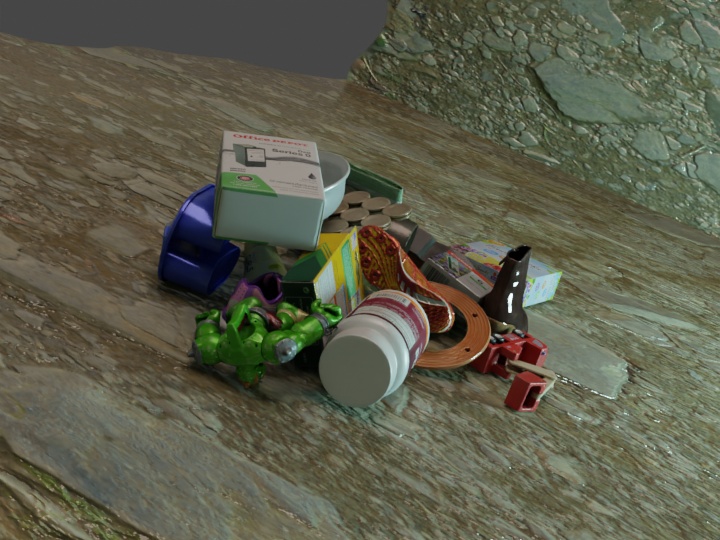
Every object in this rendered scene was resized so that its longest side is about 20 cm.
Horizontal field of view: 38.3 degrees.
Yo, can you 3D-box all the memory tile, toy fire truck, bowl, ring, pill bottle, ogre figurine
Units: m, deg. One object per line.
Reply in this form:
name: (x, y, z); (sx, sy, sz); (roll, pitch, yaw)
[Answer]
memory tile: (-0.026, -0.076, 1.693); (0.153, 0.017, 0.200); (19, 39, 42)
toy fire truck: (0.246, 0.148, 1.575); (0.141, 0.049, 0.200); (31, 21, 33)
bowl: (-0.111, -0.115, 1.675); (0.200, 0.091, 0.201); (-6, 27, 3)
ring: (0.098, 0.084, 1.573); (0.199, 0.019, 0.201); (4, 37, -3)
pill bottle: (0.019, 0.103, 1.380); (0.114, 0.115, 0.200); (21, 18, 10)
ogre figurine: (-0.135, 0.081, 1.309); (0.199, 0.099, 0.120); (15, 27, 13)

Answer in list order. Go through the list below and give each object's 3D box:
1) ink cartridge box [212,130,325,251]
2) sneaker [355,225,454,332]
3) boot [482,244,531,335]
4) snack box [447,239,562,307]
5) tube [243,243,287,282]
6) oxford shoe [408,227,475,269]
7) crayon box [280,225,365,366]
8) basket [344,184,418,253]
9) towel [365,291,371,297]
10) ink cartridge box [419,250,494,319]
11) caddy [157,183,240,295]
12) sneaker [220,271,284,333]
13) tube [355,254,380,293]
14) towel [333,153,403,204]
ink cartridge box: (-0.132, -0.117, 1.471); (0.145, 0.084, 0.200); (6, 29, -11)
sneaker: (0.061, 0.018, 1.546); (0.200, 0.073, 0.077); (52, 5, 9)
boot: (0.258, 0.038, 1.720); (0.072, 0.167, 0.200); (24, 19, 19)
snack box: (0.270, 0.005, 1.994); (0.168, 0.068, 0.200); (27, 18, 27)
tube: (-0.149, -0.007, 1.599); (0.052, 0.058, 0.200); (32, 11, -16)
oxford shoe: (0.150, -0.003, 1.914); (0.071, 0.071, 0.200); (-38, 63, -20)
crayon box: (-0.049, 0.031, 1.442); (0.051, 0.126, 0.200); (0, 24, 17)
basket: (-0.009, -0.073, 1.855); (0.199, 0.137, 0.180); (26, -6, 6)
towel: (0.054, 0.040, 1.718); (0.199, 0.048, 0.171); (20, 15, 5)
ink cartridge box: (0.170, 0.018, 1.751); (0.109, 0.050, 0.200); (38, 18, 12)
caddy: (-0.238, -0.050, 1.541); (0.104, 0.142, 0.200); (22, 17, 3)
sneaker: (-0.114, 0.046, 1.464); (0.080, 0.089, 0.200); (28, 18, 34)
tube: (0.000, 0.000, 1.622); (0.058, 0.052, 0.200); (-19, 32, -18)
towel: (0.006, -0.117, 1.926); (0.152, 0.200, 0.023); (26, 56, 16)
